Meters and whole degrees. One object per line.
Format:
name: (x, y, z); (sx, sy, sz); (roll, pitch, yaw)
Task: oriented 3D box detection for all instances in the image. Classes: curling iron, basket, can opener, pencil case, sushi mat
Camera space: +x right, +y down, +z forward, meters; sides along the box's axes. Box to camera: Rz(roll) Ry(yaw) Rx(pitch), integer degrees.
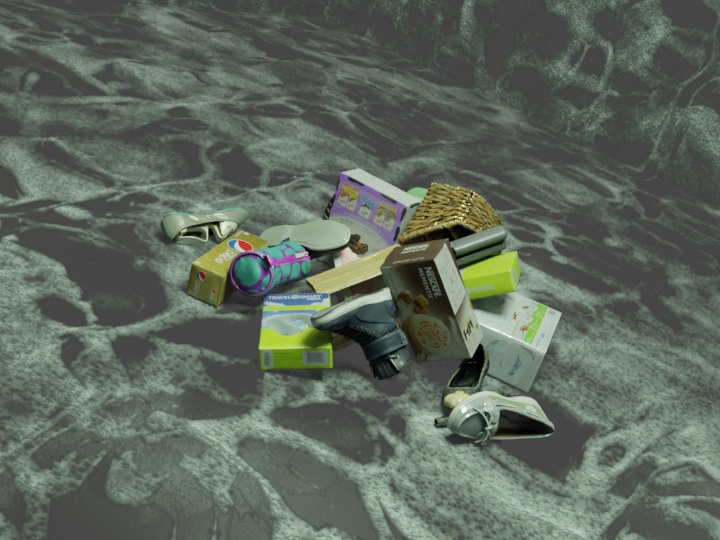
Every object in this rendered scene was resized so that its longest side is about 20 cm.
curling iron: (0.203, 0.240, 1.441); (0.198, 0.026, 0.049); (-9, 15, -35)
basket: (0.194, -0.053, 1.694); (0.142, 0.150, 0.200); (17, -23, 38)
can opener: (0.191, -0.022, 1.591); (0.198, 0.054, 0.067); (-19, 47, -13)
pencil case: (-0.162, -0.006, 1.567); (0.086, 0.092, 0.200); (62, 19, 1)
sushi mat: (0.000, 0.000, 1.598); (0.198, 0.012, 0.096); (-21, 23, -9)

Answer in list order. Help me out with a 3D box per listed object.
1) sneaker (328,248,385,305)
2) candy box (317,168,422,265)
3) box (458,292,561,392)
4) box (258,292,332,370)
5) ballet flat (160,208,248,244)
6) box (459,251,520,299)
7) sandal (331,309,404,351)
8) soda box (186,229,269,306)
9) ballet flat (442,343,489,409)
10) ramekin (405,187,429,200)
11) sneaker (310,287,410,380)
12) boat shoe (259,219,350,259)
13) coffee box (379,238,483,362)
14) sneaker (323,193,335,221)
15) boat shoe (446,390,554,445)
sneaker: (-0.003, 0.009, 1.683); (0.103, 0.076, 0.201); (-5, 39, -12)
candy box: (0.016, -0.081, 1.745); (0.167, 0.202, 0.071); (30, 27, 25)
box: (0.277, 0.118, 1.646); (0.175, 0.098, 0.200); (23, 26, 12)
box: (-0.109, 0.096, 1.464); (0.120, 0.048, 0.201); (-1, 28, -3)
ballet flat: (-0.306, -0.083, 1.719); (0.199, 0.067, 0.064); (-6, 62, -40)
box: (0.198, 0.018, 1.623); (0.198, 0.048, 0.122); (-11, 15, 19)
sandal: (0.036, 0.124, 1.535); (0.210, 0.078, 0.070); (-19, 76, -41)
soda box: (-0.244, -0.008, 1.588); (0.067, 0.065, 0.200); (22, 26, 10)
ballet flat: (0.182, 0.186, 1.482); (0.066, 0.057, 0.200); (6, 20, 16)
ramekin: (0.135, -0.081, 1.840); (0.097, 0.202, 0.200); (21, 24, 25)
sneaker: (0.007, 0.115, 1.409); (0.076, 0.148, 0.201); (-19, -4, 37)
boat shoe: (-0.103, -0.054, 1.691); (0.198, 0.061, 0.076); (3, 52, 27)
coffee box: (0.127, 0.055, 1.509); (0.113, 0.202, 0.080); (-8, 25, 32)
sneaker: (-0.014, -0.104, 1.949); (0.093, 0.071, 0.200); (24, 17, -33)
boat shoe: (0.229, 0.245, 1.391); (0.200, 0.075, 0.065); (9, 22, -34)
